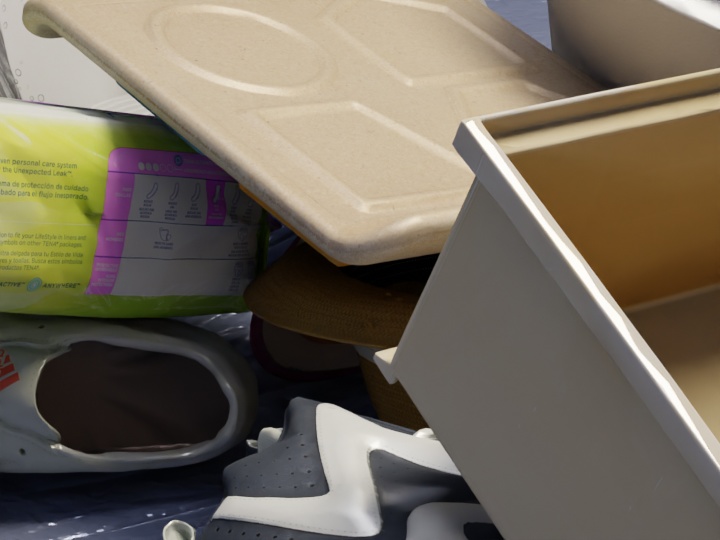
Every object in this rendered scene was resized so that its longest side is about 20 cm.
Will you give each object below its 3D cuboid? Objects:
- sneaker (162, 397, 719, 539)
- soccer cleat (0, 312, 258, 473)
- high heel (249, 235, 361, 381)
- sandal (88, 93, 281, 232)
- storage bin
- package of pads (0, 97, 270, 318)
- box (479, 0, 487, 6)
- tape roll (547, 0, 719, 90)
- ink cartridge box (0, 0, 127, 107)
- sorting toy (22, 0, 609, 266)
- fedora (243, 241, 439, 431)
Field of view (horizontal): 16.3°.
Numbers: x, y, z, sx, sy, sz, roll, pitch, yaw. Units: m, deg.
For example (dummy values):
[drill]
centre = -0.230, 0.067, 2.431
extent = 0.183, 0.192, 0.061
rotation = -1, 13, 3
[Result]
[sneaker]
centre = 0.030, 0.071, 0.741
extent = 0.199, 0.080, 0.129
rotation = -26, 38, -32
[soccer cleat]
centre = -0.133, 0.039, 0.851
extent = 0.199, 0.070, 0.078
rotation = 0, 1, -8
[high heel]
centre = 0.000, 0.000, 1.022
extent = 0.096, 0.067, 0.200
rotation = -33, 10, 44
[sandal]
centre = -0.040, -0.037, 0.949
extent = 0.082, 0.050, 0.202
rotation = -10, 15, -36
[storage bin]
centre = 0.140, 0.047, 0.652
extent = 0.198, 0.094, 0.200
rotation = -14, 55, -33
[package of pads]
centre = -0.142, -0.027, 0.853
extent = 0.154, 0.069, 0.199
rotation = 11, 5, 41
[box]
centre = -0.025, -0.142, 1.075
extent = 0.048, 0.201, 0.158
rotation = -21, 8, 36
[tape roll]
centre = 0.165, -0.128, 0.921
extent = 0.201, 0.139, 0.204
rotation = -3, 61, 6
[ink cartridge box]
centre = -0.162, -0.058, 1.016
extent = 0.084, 0.147, 0.200
rotation = 5, 19, 37
[sorting toy]
centre = 0.010, -0.052, 0.851
extent = 0.184, 0.037, 0.200
rotation = -9, 32, -41
[fedora]
centre = 0.056, 0.031, 0.844
extent = 0.199, 0.082, 0.201
rotation = -3, 12, 1
